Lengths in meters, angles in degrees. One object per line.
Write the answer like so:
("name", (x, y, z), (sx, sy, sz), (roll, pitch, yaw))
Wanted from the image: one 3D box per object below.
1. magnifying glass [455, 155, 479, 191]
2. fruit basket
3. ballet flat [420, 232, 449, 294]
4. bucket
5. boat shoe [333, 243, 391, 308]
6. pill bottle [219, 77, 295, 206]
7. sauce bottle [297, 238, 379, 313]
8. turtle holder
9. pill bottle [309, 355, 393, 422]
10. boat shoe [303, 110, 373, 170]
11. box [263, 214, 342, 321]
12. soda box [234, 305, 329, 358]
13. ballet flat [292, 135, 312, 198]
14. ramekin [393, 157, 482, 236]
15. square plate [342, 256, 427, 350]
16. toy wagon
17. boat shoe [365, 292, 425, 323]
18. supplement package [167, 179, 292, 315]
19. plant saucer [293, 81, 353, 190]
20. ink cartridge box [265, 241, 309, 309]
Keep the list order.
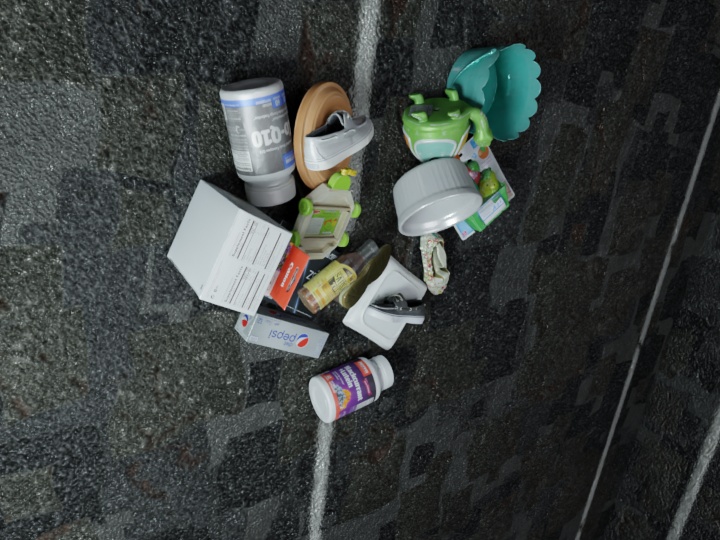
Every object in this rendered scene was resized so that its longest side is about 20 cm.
("magnifying glass", (0.231, -0.233, 1.253), (0.022, 0.079, 0.206), (-15, 88, -26))
("fruit basket", (0.280, -0.207, 1.323), (0.184, 0.094, 0.202), (-39, 119, -5))
("ballet flat", (0.196, -0.010, 1.366), (0.075, 0.063, 0.204), (-36, 128, -23))
("bucket", (0.301, -0.410, 1.220), (0.203, 0.134, 0.213), (-15, 118, -31))
("boat shoe", (0.000, 0.001, 1.219), (0.202, 0.065, 0.073), (-50, 147, -33))
("pill bottle", (-0.176, -0.227, 0.951), (0.112, 0.113, 0.205), (-23, 123, -27))
("sauce bottle", (-0.043, 0.006, 1.132), (0.199, 0.066, 0.067), (-41, 129, -15))
("turtle holder", (0.182, -0.311, 1.162), (0.180, 0.142, 0.134), (-17, 130, -11))
("pill bottle", (-0.018, 0.281, 1.301), (0.196, 0.111, 0.115), (-18, 120, -30))
("boat shoe", (-0.040, -0.252, 0.968), (0.199, 0.071, 0.070), (-41, 137, -39))
("box", (-0.139, -0.001, 1.127), (0.198, 0.043, 0.163), (30, 90, -42))
("soda box", (-0.167, 0.131, 1.148), (0.197, 0.068, 0.065), (22, 96, -41))
("ballet flat", (-0.106, -0.174, 1.073), (0.067, 0.046, 0.204), (-31, 126, -23))
("ramekin", (0.166, -0.165, 1.192), (0.196, 0.200, 0.100), (-5, 70, -35))
("square plate", (0.072, 0.086, 1.338), (0.197, 0.028, 0.203), (35, 87, -42))
("toy wagon", (-0.064, -0.114, 1.045), (0.153, 0.039, 0.204), (-5, 126, -50))
("boat shoe", (0.092, 0.088, 1.293), (0.196, 0.069, 0.068), (11, 96, -40))
("supplement package", (-0.234, -0.045, 0.930), (0.109, 0.199, 0.159), (22, 97, -41))
("plant saucer", (-0.061, -0.255, 1.024), (0.200, 0.032, 0.206), (-38, 134, -53))
("ink cartridge box", (-0.179, -0.020, 0.984), (0.050, 0.199, 0.111), (22, 97, -40))
